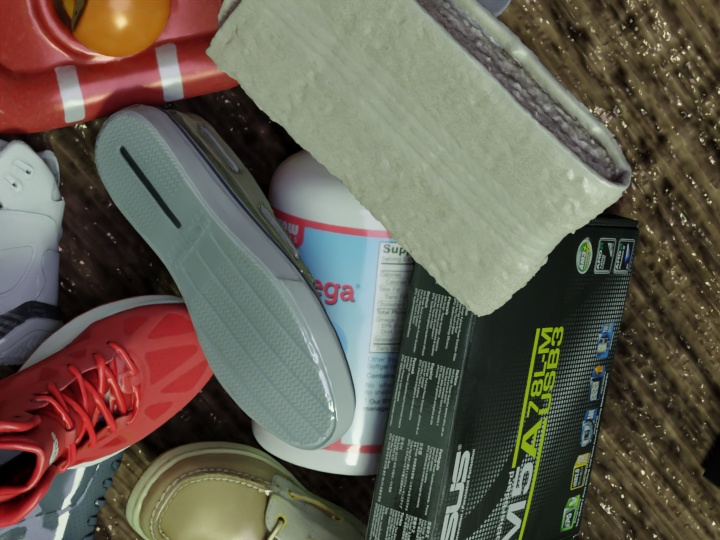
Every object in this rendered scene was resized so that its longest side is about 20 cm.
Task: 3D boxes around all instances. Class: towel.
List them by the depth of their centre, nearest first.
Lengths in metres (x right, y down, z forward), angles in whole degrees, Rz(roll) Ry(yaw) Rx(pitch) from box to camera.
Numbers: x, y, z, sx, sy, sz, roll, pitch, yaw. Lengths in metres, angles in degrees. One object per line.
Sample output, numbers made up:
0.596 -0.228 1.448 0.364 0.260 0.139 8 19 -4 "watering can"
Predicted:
0.020 -0.078 0.719 0.200 0.133 0.034 45 54 3 "towel"

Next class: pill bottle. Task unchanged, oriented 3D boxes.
0.000 0.000 0.858 0.108 0.109 0.202 1 104 -16 "pill bottle"

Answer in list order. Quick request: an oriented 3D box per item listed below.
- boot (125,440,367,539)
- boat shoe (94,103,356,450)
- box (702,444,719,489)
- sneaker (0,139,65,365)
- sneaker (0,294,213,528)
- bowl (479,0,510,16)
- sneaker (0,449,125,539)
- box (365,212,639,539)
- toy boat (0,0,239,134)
-0.022 0.173 0.845 0.199 0.155 0.072 34 95 -43 "boot"
-0.056 -0.005 0.793 0.072 0.062 0.201 -40 78 37 "boat shoe"
0.345 0.136 0.970 0.199 0.149 0.125 27 95 -20 "box"
-0.220 -0.013 0.779 0.199 0.075 0.116 3 96 -58 "sneaker"
-0.137 0.076 0.751 0.199 0.115 0.079 -29 108 -23 "sneaker"
-0.004 -0.205 0.785 0.090 0.202 0.202 -18 114 29 "bowl"
-0.148 0.135 0.871 0.202 0.077 0.146 -43 115 -5 "sneaker"
0.082 0.064 0.866 0.193 0.047 0.202 1 102 -60 "box"
-0.127 -0.136 0.774 0.198 0.131 0.132 -15 108 -12 "toy boat"
